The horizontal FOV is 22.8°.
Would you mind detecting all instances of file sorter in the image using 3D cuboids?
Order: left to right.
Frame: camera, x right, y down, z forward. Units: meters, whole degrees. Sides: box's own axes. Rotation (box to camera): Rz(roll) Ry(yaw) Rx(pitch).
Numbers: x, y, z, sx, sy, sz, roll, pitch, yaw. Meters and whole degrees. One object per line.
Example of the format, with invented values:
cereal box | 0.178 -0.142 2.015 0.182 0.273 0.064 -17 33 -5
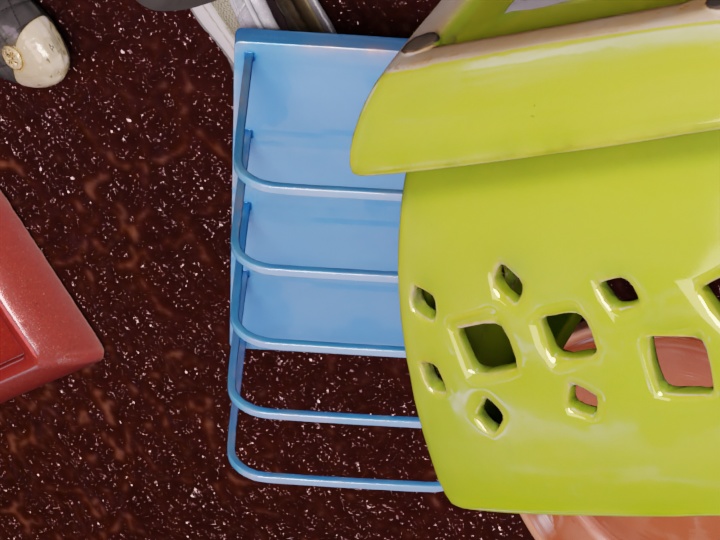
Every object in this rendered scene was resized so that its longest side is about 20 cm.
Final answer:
file sorter | 0.000 0.000 0.895 0.138 0.123 0.201 4 130 -1

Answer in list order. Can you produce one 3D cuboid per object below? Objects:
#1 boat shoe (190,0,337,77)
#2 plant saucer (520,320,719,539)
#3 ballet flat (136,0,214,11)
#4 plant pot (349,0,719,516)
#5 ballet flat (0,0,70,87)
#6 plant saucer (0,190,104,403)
boat shoe | -0.040 -0.132 0.916 0.064 0.075 0.203 -10 116 23
plant saucer | 0.172 0.108 0.959 0.199 0.032 0.201 15 125 22
ballet flat | -0.035 -0.189 0.821 0.199 0.068 0.068 -33 93 9
plant pot | 0.121 -0.039 0.680 0.199 0.199 0.182 -5 121 34
ballet flat | -0.255 -0.156 1.038 0.199 0.057 0.067 29 130 13
plant saucer | -0.291 0.010 1.177 0.199 0.037 0.200 -22 105 39
